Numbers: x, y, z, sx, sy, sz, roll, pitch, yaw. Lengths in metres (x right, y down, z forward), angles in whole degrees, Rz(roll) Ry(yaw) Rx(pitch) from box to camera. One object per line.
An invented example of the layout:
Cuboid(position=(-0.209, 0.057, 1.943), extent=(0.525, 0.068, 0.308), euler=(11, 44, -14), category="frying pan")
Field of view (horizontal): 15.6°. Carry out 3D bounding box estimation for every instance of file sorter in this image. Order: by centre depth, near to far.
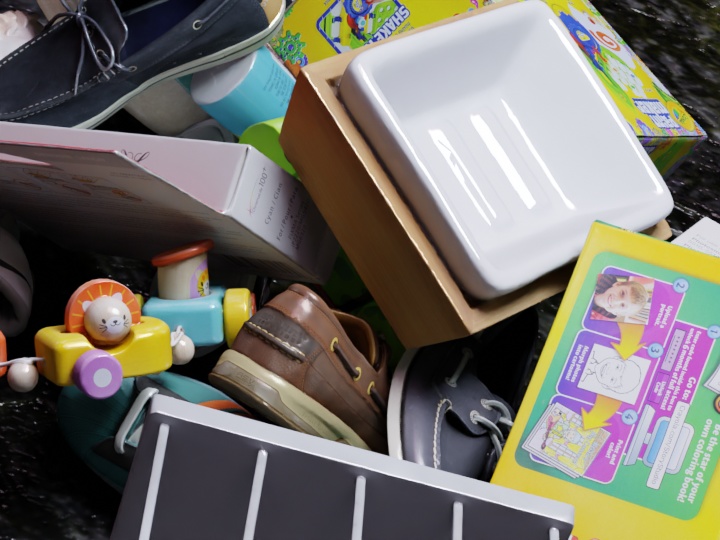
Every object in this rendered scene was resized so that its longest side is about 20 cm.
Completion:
Cuboid(position=(-0.020, 0.169, 1.176), extent=(0.199, 0.139, 0.125), euler=(15, 35, -6), category="file sorter")

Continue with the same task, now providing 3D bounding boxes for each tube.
Cuboid(position=(-0.017, -0.061, 1.546), extent=(0.200, 0.050, 0.078), euler=(41, 23, -34), category="tube")

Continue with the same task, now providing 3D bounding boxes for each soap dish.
Cuboid(position=(0.059, -0.051, 1.367), extent=(0.200, 0.081, 0.158), euler=(-23, 78, -50), category="soap dish")

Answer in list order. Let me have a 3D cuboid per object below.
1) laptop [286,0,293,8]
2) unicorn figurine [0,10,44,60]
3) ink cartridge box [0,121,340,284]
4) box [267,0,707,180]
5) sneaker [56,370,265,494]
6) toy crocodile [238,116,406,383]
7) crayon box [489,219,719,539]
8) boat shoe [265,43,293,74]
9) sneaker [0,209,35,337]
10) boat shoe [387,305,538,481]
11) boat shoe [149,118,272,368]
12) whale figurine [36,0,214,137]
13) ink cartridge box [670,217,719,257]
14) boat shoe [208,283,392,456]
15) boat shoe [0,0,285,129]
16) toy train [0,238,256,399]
Cuboid(position=(-0.065, -0.228, 1.790), extent=(0.199, 0.104, 0.178), euler=(6, 34, -20), category="laptop")
Cuboid(position=(-0.216, -0.100, 1.541), extent=(0.199, 0.074, 0.138), euler=(-6, 43, -38), category="unicorn figurine")
Cuboid(position=(-0.133, -0.051, 1.369), extent=(0.199, 0.045, 0.176), euler=(7, -17, 39), category="ink cartridge box")
Cuboid(position=(0.079, -0.109, 1.561), extent=(0.193, 0.122, 0.200), euler=(50, 19, 13), category="box")
Cuboid(position=(-0.065, 0.097, 1.294), extent=(0.199, 0.072, 0.080), euler=(27, -11, 12), category="sneaker")
Cuboid(position=(0.000, 0.000, 1.464), extent=(0.201, 0.062, 0.067), euler=(57, 38, -5), category="toy crocodile")
Cuboid(position=(0.137, 0.087, 1.282), extent=(0.118, 0.058, 0.201), euler=(17, 71, 19), category="crayon box")
Cuboid(position=(-0.068, -0.119, 1.653), extent=(0.202, 0.075, 0.075), euler=(31, 40, 18), category="boat shoe")
Cuboid(position=(-0.261, 0.000, 1.364), extent=(0.199, 0.074, 0.089), euler=(2, 33, -25), category="sneaker")
Cuboid(position=(0.055, 0.070, 1.352), extent=(0.062, 0.073, 0.200), euler=(-5, 29, 13), category="boat shoe")
Cuboid(position=(-0.075, -0.008, 1.481), extent=(0.060, 0.075, 0.201), euler=(54, 22, -34), category="boat shoe")
Cuboid(position=(-0.138, -0.172, 1.583), extent=(0.200, 0.104, 0.159), euler=(49, 3, 10), category="whale figurine")
Cuboid(position=(0.188, 0.073, 1.438), extent=(0.125, 0.129, 0.200), euler=(32, 35, 20), category="ink cartridge box")
Cuboid(position=(-0.010, 0.057, 1.336), extent=(0.072, 0.068, 0.200), euler=(29, -3, 22), category="boat shoe")
Cuboid(position=(-0.140, -0.129, 1.469), extent=(0.199, 0.062, 0.075), euler=(-23, 52, 1), category="boat shoe")
Cuboid(position=(-0.144, 0.019, 1.320), extent=(0.150, 0.056, 0.199), euler=(7, 16, 41), category="toy train")
